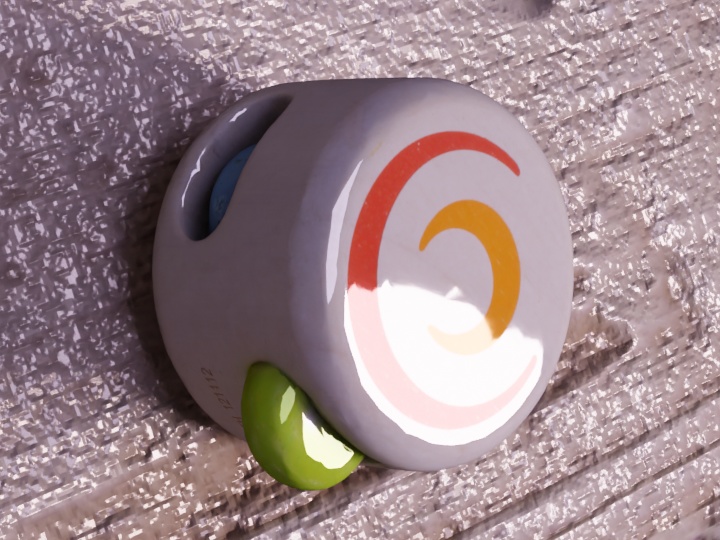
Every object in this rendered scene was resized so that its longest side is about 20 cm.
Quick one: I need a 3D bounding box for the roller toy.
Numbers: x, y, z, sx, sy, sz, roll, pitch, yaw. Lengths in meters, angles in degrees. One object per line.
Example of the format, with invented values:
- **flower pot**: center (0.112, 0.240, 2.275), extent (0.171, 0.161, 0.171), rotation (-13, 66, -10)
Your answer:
- **roller toy**: center (0.000, 0.000, 1.193), extent (0.199, 0.139, 0.184), rotation (-10, 99, -42)
